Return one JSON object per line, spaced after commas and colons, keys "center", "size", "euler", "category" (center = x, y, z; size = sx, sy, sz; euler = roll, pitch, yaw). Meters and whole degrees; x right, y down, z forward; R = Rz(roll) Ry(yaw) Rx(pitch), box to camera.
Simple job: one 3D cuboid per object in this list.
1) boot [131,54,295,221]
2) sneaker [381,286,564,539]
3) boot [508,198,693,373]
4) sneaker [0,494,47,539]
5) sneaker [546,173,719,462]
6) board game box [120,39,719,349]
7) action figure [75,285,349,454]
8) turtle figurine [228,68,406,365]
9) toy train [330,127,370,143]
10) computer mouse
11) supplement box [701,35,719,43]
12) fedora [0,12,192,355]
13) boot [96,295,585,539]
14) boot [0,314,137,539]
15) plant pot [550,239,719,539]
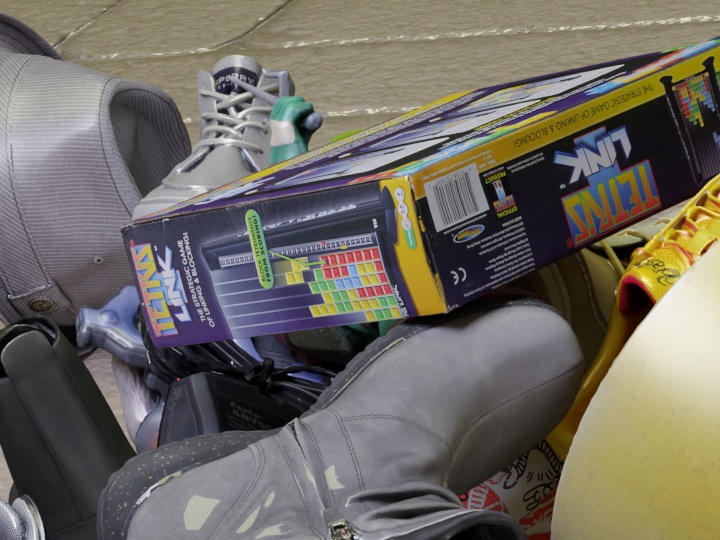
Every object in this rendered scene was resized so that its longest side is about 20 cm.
{"center": [-0.072, -0.063, 1.507], "size": [0.073, 0.096, 0.200], "euler": [5, 3, 1], "category": "boot"}
{"center": [0.079, 0.057, 1.176], "size": [0.201, 0.108, 0.067], "euler": [-10, 16, -41], "category": "sneaker"}
{"center": [0.140, -0.006, 1.323], "size": [0.154, 0.072, 0.200], "euler": [-26, -19, 2], "category": "boot"}
{"center": [-0.146, 0.134, 1.181], "size": [0.075, 0.114, 0.200], "euler": [-12, 19, -5], "category": "sneaker"}
{"center": [0.144, 0.000, 1.122], "size": [0.073, 0.077, 0.200], "euler": [22, 79, 47], "category": "sneaker"}
{"center": [0.033, -0.029, 1.162], "size": [0.200, 0.057, 0.165], "euler": [-24, 9, -42], "category": "board game box"}
{"center": [-0.038, 0.061, 1.418], "size": [0.199, 0.105, 0.194], "euler": [17, 30, 2], "category": "action figure"}
{"center": [0.000, 0.000, 1.343], "size": [0.101, 0.150, 0.200], "euler": [-50, 49, 7], "category": "turtle figurine"}
{"center": [0.005, -0.022, 1.539], "size": [0.200, 0.116, 0.085], "euler": [3, 23, 33], "category": "toy train"}
{"center": [-0.039, 0.095, 1.214], "size": [0.138, 0.053, 0.200], "euler": [29, 20, -18], "category": "computer mouse"}
{"center": [0.262, -0.007, 1.228], "size": [0.134, 0.201, 0.200], "euler": [-23, 23, -28], "category": "supplement box"}
{"center": [-0.144, -0.048, 1.576], "size": [0.090, 0.200, 0.177], "euler": [-8, 48, 19], "category": "fedora"}
{"center": [0.021, 0.078, 1.004], "size": [0.200, 0.070, 0.132], "euler": [-27, 24, -24], "category": "boot"}
{"center": [-0.132, 0.071, 1.282], "size": [0.077, 0.139, 0.200], "euler": [-35, 17, -18], "category": "boot"}
{"center": [0.189, 0.086, 1.063], "size": [0.200, 0.200, 0.142], "euler": [-24, 45, -33], "category": "plant pot"}
